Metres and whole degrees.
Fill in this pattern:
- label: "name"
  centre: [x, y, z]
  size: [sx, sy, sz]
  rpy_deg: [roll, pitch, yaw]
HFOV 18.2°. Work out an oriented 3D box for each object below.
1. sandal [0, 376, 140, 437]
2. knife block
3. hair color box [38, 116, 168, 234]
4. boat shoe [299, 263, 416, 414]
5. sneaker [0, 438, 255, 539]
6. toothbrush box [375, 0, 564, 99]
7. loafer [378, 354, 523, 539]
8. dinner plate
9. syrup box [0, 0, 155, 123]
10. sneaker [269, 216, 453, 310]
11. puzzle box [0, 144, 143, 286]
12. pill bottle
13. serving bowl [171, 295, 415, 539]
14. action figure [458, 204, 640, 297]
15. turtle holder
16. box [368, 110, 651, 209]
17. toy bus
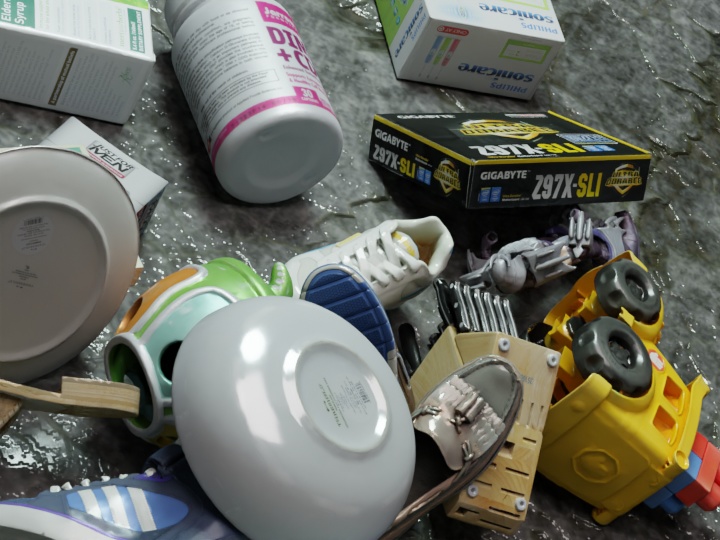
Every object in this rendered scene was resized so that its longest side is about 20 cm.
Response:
- label: "sandal"
  centre: [-0.265, 0.110, 1.602]
  size: [0.212, 0.078, 0.070]
  rpy_deg: [4, 78, -4]
- label: "knife block"
  centre: [0.079, 0.105, 1.801]
  size: [0.064, 0.176, 0.200]
  rpy_deg: [19, 77, -26]
- label: "hair color box"
  centre: [-0.248, -0.031, 1.763]
  size: [0.099, 0.061, 0.200]
  rpy_deg: [35, 42, 6]
- label: "boat shoe"
  centre: [0.000, 0.080, 1.732]
  size: [0.072, 0.200, 0.072]
  rpy_deg: [-14, 20, 6]
- label: "sneaker"
  centre: [-0.160, 0.165, 1.572]
  size: [0.200, 0.081, 0.146]
  rpy_deg: [9, 40, 14]
- label: "toothbrush box"
  centre: [0.096, -0.271, 2.188]
  size: [0.146, 0.086, 0.200]
  rpy_deg: [8, 46, -23]
- label: "loafer"
  centre: [0.048, 0.142, 1.671]
  size: [0.072, 0.063, 0.200]
  rpy_deg: [44, 86, 7]
- label: "dinner plate"
  centre: [-0.246, 0.004, 1.625]
  size: [0.200, 0.200, 0.024]
  rpy_deg: [-5, 30, -34]
- label: "syrup box"
  centre: [-0.281, -0.195, 1.895]
  size: [0.200, 0.081, 0.079]
  rpy_deg: [12, 43, -22]
- label: "sneaker"
  centre: [0.000, 0.000, 1.808]
  size: [0.077, 0.081, 0.200]
  rpy_deg: [55, 33, 7]
- label: "puzzle box"
  centre: [-0.275, -0.034, 1.685]
  size: [0.200, 0.025, 0.133]
  rpy_deg: [-5, 51, -32]
- label: "pill bottle"
  centre: [-0.098, -0.166, 1.945]
  size: [0.113, 0.113, 0.200]
  rpy_deg: [0, 49, -30]
- label: "serving bowl"
  centre: [-0.032, 0.100, 1.568]
  size: [0.200, 0.066, 0.200]
  rpy_deg: [27, 46, -32]
- label: "action figure"
  centre: [0.161, -0.017, 1.955]
  size: [0.200, 0.130, 0.069]
  rpy_deg: [-16, 98, -54]
- label: "turtle holder"
  centre: [-0.113, 0.089, 1.679]
  size: [0.132, 0.186, 0.141]
  rpy_deg: [-16, 16, -35]
- label: "box"
  centre: [0.133, -0.101, 2.010]
  size: [0.200, 0.049, 0.160]
  rpy_deg: [-3, 21, -32]
- label: "toy bus"
  centre: [0.225, 0.110, 1.852]
  size: [0.192, 0.136, 0.200]
  rpy_deg: [38, 38, -11]
